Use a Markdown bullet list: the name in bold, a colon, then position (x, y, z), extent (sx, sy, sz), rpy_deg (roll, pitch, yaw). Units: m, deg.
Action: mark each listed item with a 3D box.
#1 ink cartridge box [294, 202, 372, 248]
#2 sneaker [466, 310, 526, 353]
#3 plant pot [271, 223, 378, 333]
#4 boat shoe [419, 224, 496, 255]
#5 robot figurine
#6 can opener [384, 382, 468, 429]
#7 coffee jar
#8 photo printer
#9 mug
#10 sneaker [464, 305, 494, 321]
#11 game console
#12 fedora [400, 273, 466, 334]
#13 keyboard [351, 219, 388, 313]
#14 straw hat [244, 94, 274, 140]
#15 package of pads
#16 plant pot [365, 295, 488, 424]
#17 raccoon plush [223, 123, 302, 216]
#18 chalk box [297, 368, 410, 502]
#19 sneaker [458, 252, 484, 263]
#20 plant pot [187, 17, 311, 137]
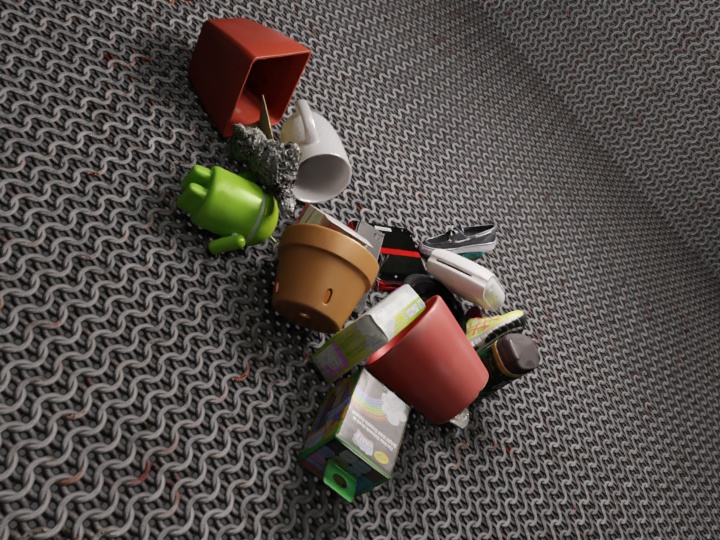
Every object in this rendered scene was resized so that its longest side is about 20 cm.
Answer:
- **ink cartridge box**: position (-0.059, -0.069, 1.299), extent (0.115, 0.068, 0.200), rpy_deg (30, 4, -21)
- **sneaker**: position (0.282, 0.134, 1.460), extent (0.078, 0.198, 0.091), rpy_deg (55, 11, -45)
- **plant pot**: position (-0.080, 0.026, 1.200), extent (0.198, 0.199, 0.142), rpy_deg (30, 67, -21)
- **boat shoe**: position (0.245, -0.083, 1.608), extent (0.196, 0.069, 0.072), rpy_deg (-4, 32, 1)
- **robot figurine**: position (-0.242, -0.120, 1.211), extent (0.198, 0.115, 0.178), rpy_deg (23, 51, -29)
- **can opener**: position (0.134, 0.267, 1.317), extent (0.198, 0.067, 0.054), rpy_deg (31, 45, -3)
- **coffee jar**: position (0.286, 0.211, 1.378), extent (0.103, 0.200, 0.087), rpy_deg (3, 56, -41)
- **photo printer**: position (0.244, 0.021, 1.488), extent (0.165, 0.070, 0.200), rpy_deg (27, -4, 27)
- **mug**: position (-0.112, -0.281, 1.409), extent (0.145, 0.201, 0.177), rpy_deg (-15, 55, -6)
- **sneaker**: position (0.319, 0.180, 1.530), extent (0.087, 0.081, 0.203), rpy_deg (12, 52, -34)
- **game console**: position (0.069, -0.032, 1.511), extent (0.198, 0.031, 0.179), rpy_deg (6, 52, -41)
- **fedora**: position (0.141, 0.105, 1.413), extent (0.199, 0.091, 0.203), rpy_deg (29, 42, -29)
- **keyboard**: position (0.000, 0.000, 1.383), extent (0.103, 0.039, 0.203), rpy_deg (31, 65, -30)
- **straw hat**: position (-0.224, -0.271, 1.360), extent (0.083, 0.202, 0.204), rpy_deg (-14, 63, -5)
- **package of pads**: position (0.010, 0.118, 1.191), extent (0.069, 0.200, 0.154), rpy_deg (52, 39, 3)
- **plant pot**: position (0.136, 0.179, 1.222), extent (0.178, 0.200, 0.200), rpy_deg (46, 39, -1)
- **raccoon plush**: position (-0.183, -0.199, 1.190), extent (0.132, 0.098, 0.201), rpy_deg (19, 26, -25)
- **chalk box**: position (-0.015, 0.296, 1.088), extent (0.124, 0.124, 0.201), rpy_deg (40, 40, -12)
- **sneaker**: position (0.275, -0.052, 1.678), extent (0.199, 0.080, 0.078), rpy_deg (-24, 76, -49)
- **plant pot**: position (-0.261, -0.443, 1.407), extent (0.176, 0.201, 0.199), rpy_deg (43, 38, 11)
